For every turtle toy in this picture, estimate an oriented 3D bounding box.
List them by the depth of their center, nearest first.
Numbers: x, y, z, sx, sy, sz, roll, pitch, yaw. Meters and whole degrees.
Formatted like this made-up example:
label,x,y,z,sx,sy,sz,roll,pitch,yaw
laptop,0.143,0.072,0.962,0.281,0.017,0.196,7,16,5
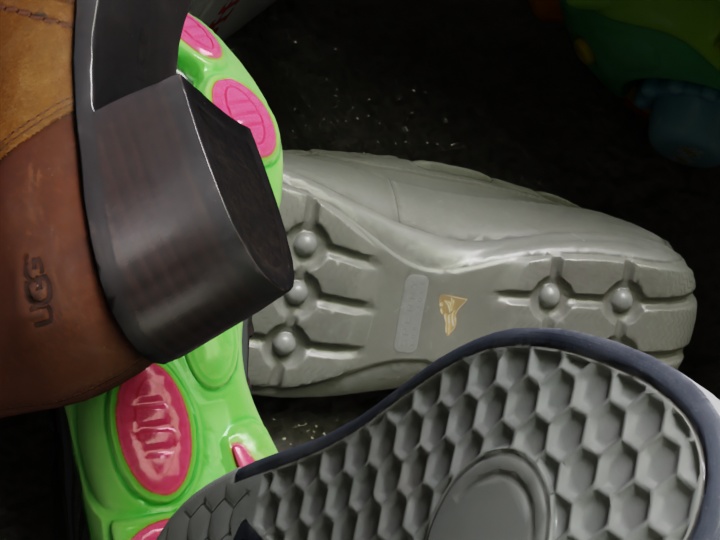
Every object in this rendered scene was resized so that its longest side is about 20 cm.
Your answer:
label,x,y,z,sx,sy,sz,roll,pitch,yaw
turtle toy,0.138,-0.097,0.918,0.199,0.101,0.146,-10,50,-39

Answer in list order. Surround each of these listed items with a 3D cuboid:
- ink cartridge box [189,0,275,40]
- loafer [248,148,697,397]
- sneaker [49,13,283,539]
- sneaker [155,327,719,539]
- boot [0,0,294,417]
label,x,y,z,sx,sy,sz,roll,pitch,yaw
ink cartridge box,-0.013,-0.161,0.838,0.084,0.145,0.200,44,46,3
loafer,0.000,0.000,0.794,0.199,0.070,0.070,10,14,-19
sneaker,-0.059,0.026,0.704,0.076,0.084,0.201,1,74,-24
sneaker,0.058,0.079,0.586,0.146,0.202,0.077,25,67,-25
boot,-0.129,-0.029,0.664,0.068,0.199,0.189,35,33,-65
